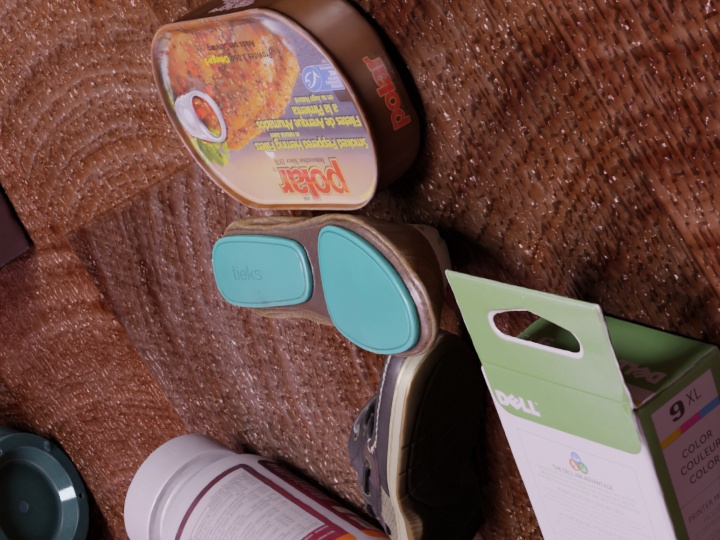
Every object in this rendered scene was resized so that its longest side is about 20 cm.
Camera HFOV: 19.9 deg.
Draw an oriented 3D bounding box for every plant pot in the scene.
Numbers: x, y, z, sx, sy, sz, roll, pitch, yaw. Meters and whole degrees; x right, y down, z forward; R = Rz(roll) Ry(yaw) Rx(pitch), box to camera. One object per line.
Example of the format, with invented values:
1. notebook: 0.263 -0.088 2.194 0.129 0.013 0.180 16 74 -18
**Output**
1. plant pot: -0.312 0.211 1.719 0.134 0.200 0.201 -24 102 36

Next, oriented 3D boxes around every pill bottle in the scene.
1. pill bottle: -0.059 0.185 1.317 0.199 0.109 0.110 27 143 44

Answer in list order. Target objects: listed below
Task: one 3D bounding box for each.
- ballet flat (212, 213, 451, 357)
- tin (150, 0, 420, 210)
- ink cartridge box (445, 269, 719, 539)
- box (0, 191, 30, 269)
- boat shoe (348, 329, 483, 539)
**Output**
1. ballet flat: 0.000 0.000 1.038 0.199 0.072 0.068 6 108 58
2. tin: -0.040 -0.086 1.045 0.199 0.042 0.113 4 121 58
3. ink cartridge box: 0.120 0.077 0.939 0.103 0.059 0.201 16 134 52
4. box: -0.381 -0.061 1.508 0.164 0.165 0.201 5 126 57
5. boat shoe: 0.024 0.095 1.113 0.066 0.072 0.202 33 152 28
